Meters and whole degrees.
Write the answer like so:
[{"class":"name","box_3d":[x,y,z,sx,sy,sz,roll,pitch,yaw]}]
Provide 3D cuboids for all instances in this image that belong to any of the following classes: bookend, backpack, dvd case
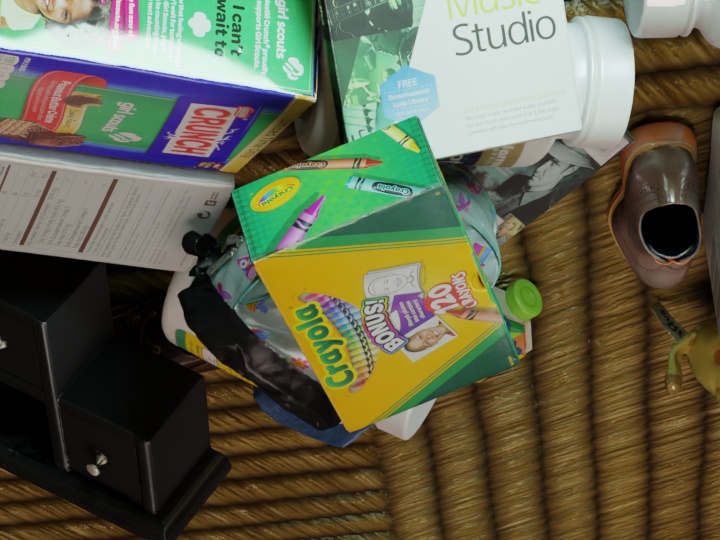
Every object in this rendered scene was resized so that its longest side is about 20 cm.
[{"class":"bookend","box_3d":[-0.205,0.076,1.787,0.199,0.092,0.199,23,141,21]},{"class":"backpack","box_3d":[0.000,0.000,1.589,0.200,0.127,0.167,-44,128,12]},{"class":"dvd case","box_3d":[0.086,-0.060,1.700,0.200,0.022,0.146,-37,150,13]}]

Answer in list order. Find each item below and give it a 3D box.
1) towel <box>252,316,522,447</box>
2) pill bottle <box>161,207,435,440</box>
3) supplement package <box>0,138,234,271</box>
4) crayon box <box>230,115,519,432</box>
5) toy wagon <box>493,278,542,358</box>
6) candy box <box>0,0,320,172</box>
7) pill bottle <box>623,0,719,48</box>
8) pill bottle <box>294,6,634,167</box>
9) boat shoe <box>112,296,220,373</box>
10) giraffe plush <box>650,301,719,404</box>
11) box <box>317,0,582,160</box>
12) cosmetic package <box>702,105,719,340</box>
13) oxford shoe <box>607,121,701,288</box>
[{"class":"towel","box_3d":[0.018,0.079,1.912,0.199,0.049,0.111,-25,147,33]},{"class":"pill bottle","box_3d":[-0.036,0.043,1.785,0.199,0.113,0.113,26,153,12]},{"class":"supplement package","box_3d":[-0.195,-0.086,1.614,0.199,0.118,0.117,8,149,-19]},{"class":"crayon box","box_3d":[0.012,0.006,1.448,0.118,0.058,0.200,-22,143,4]},{"class":"toy wagon","box_3d":[0.042,0.040,1.942,0.199,0.040,0.155,20,143,-35]},{"class":"candy box","box_3d":[-0.143,-0.125,1.479,0.199,0.078,0.169,6,164,-18]},{"class":"pill bottle","box_3d":[0.264,-0.193,1.486,0.199,0.114,0.113,-2,151,-3]},{"class":"pill bottle","box_3d":[0.064,-0.121,1.508,0.199,0.112,0.111,2,150,-11]},{"class":"boat shoe","box_3d":[-0.148,0.051,1.907,0.199,0.071,0.070,-13,163,-3]},{"class":"giraffe plush","box_3d":[0.351,0.053,1.924,0.200,0.173,0.162,41,126,-6]},{"class":"box","box_3d":[0.045,-0.167,1.421,0.143,0.201,0.036,-12,-170,-9]},{"class":"cosmetic package","box_3d":[0.357,-0.014,1.746,0.199,0.168,0.167,-5,146,1]},{"class":"oxford shoe","box_3d":[0.221,-0.029,1.808,0.071,0.073,0.200,-8,151,6]}]
